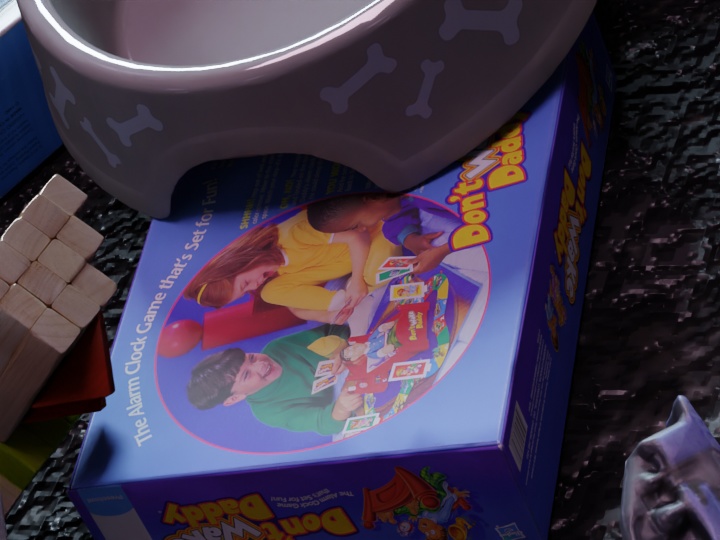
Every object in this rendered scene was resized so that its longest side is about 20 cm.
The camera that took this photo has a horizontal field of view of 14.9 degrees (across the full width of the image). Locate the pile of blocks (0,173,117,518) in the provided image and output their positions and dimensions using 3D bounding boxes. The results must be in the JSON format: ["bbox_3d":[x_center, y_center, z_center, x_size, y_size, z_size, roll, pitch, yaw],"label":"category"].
[{"bbox_3d":[-0.119,0.070,0.795,0.200,0.062,0.082,-53,1,19],"label":"pile of blocks"}]

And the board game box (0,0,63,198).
[{"bbox_3d":[-0.176,-0.097,1.032,0.200,0.056,0.195,-43,43,-20],"label":"board game box"}]

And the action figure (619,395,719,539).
[{"bbox_3d":[0.089,0.138,0.612,0.193,0.105,0.201,-22,65,-4],"label":"action figure"}]

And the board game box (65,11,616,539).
[{"bbox_3d":[0.000,0.000,0.846,0.134,0.045,0.201,-7,43,20],"label":"board game box"}]

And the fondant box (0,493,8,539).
[{"bbox_3d":[-0.158,0.125,0.702,0.144,0.058,0.201,-13,78,13],"label":"fondant box"}]

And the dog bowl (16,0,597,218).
[{"bbox_3d":[-0.022,-0.109,0.876,0.199,0.059,0.201,-14,49,16],"label":"dog bowl"}]
